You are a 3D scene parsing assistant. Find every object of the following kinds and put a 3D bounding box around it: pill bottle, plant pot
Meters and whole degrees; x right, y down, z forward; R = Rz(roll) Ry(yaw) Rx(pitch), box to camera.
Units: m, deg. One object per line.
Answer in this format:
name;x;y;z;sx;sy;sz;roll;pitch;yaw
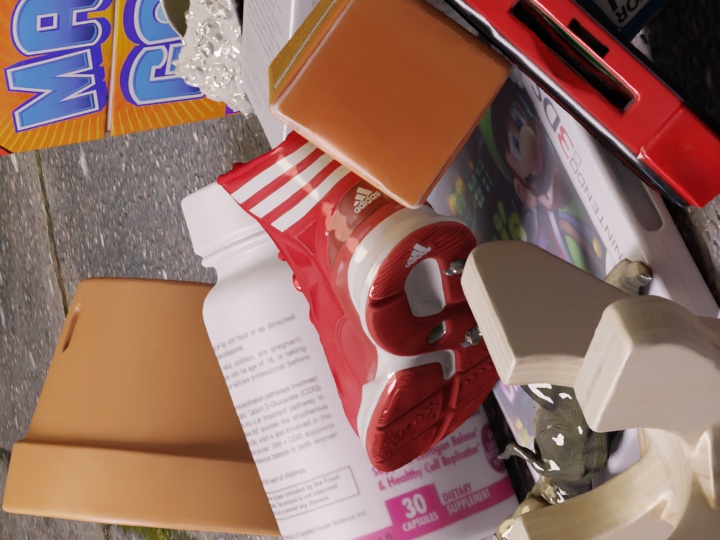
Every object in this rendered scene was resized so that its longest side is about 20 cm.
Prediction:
pill bottle;-0.009;0.044;1.282;0.200;0.113;0.113;69;163;2
plant pot;-0.102;0.080;1.563;0.200;0.200;0.140;168;108;-73

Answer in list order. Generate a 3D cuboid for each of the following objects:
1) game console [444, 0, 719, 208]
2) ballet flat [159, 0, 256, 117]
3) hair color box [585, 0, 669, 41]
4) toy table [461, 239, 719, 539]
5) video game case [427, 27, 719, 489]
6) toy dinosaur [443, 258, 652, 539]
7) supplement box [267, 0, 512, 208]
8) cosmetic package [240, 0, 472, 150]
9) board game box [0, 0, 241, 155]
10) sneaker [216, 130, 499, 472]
game console;0.049;-0.098;0.950;0.200;0.031;0.177;42;-175;-3
ballet flat;-0.067;-0.154;1.237;0.200;0.072;0.072;92;159;-44
hair color box;0.031;-0.171;0.955;0.200;0.061;0.100;42;-177;-30
toy table;0.118;0.062;0.918;0.200;0.117;0.184;97;156;-43
video game case;0.080;-0.004;1.133;0.200;0.023;0.182;109;141;-59
toy dinosaur;0.075;0.035;1.079;0.088;0.047;0.200;45;148;27
supplement box;0.008;-0.076;1.023;0.069;0.066;0.200;-55;7;4
cosmetic package;0.006;-0.147;1.177;0.200;0.101;0.071;96;157;-43
board game box;-0.167;-0.214;1.533;0.200;0.199;0.200;99;155;-49
sneaker;0.000;0.000;1.155;0.116;0.078;0.200;49;160;25
